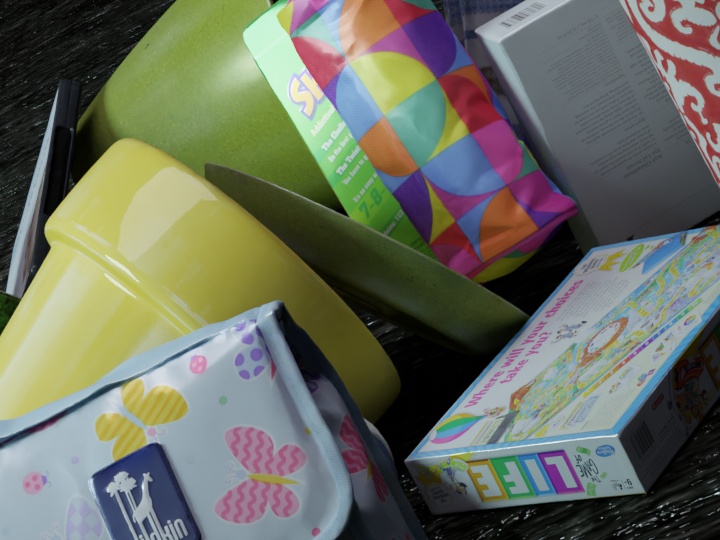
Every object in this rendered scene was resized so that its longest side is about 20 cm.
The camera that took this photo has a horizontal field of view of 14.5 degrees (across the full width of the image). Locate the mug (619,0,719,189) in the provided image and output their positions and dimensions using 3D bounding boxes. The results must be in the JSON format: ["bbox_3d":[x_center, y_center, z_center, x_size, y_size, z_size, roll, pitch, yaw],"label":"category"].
[{"bbox_3d":[0.230,-0.124,1.445,0.177,0.201,0.134,-20,19,19],"label":"mug"}]

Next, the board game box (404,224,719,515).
[{"bbox_3d":[0.127,0.045,1.404,0.134,0.034,0.200,-10,26,42],"label":"board game box"}]

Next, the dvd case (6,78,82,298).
[{"bbox_3d":[-0.200,-0.006,1.725,0.017,0.143,0.201,13,36,-9],"label":"dvd case"}]

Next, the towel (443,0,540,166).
[{"bbox_3d":[0.119,-0.144,1.600,0.146,0.201,0.024,-4,14,9],"label":"towel"}]

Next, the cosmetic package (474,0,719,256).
[{"bbox_3d":[0.184,-0.114,1.560,0.199,0.151,0.052,-30,17,-7],"label":"cosmetic package"}]

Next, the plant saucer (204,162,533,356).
[{"bbox_3d":[0.000,0.000,1.507,0.031,0.199,0.200,-63,25,-4],"label":"plant saucer"}]

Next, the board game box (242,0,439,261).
[{"bbox_3d":[0.019,-0.080,1.612,0.095,0.201,0.030,-35,-6,23],"label":"board game box"}]

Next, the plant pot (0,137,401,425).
[{"bbox_3d":[-0.112,0.066,1.466,0.189,0.201,0.201,-49,23,-11],"label":"plant pot"}]

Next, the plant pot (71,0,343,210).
[{"bbox_3d":[-0.081,-0.096,1.774,0.199,0.188,0.187,-29,16,25],"label":"plant pot"}]

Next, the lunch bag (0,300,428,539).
[{"bbox_3d":[-0.063,0.130,1.186,0.169,0.201,0.127,-24,18,7],"label":"lunch bag"}]

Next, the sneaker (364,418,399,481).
[{"bbox_3d":[-0.069,0.144,1.365,0.199,0.075,0.085,-33,30,4],"label":"sneaker"}]

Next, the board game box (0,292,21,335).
[{"bbox_3d":[-0.199,0.064,1.529,0.023,0.200,0.105,19,87,30],"label":"board game box"}]

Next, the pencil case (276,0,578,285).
[{"bbox_3d":[0.037,-0.089,1.546,0.088,0.201,0.088,-30,-7,-4],"label":"pencil case"}]

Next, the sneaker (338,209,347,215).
[{"bbox_3d":[-0.045,-0.068,1.891,0.199,0.067,0.090,-5,27,45],"label":"sneaker"}]
